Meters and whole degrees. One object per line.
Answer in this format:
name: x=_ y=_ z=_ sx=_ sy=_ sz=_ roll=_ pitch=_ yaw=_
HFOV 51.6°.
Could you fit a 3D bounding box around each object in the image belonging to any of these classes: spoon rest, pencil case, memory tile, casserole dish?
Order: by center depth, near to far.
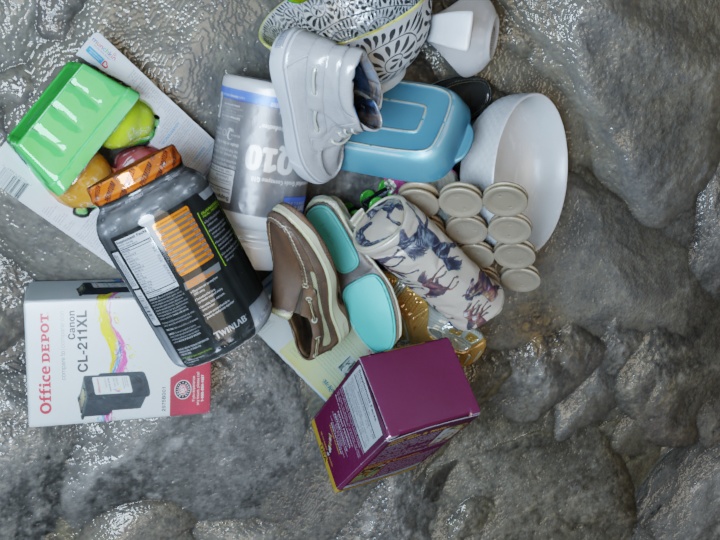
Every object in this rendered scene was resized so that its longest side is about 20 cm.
casserole dish: x=0.031 y=-0.168 z=0.847 sx=0.122 sy=0.198 sz=0.039 roll=-67 pitch=154 yaw=-19
pencil case: x=0.077 y=-0.007 z=0.860 sx=0.199 sy=0.089 sz=0.078 roll=38 pitch=69 yaw=-32
spoon rest: x=0.120 y=-0.276 z=0.863 sx=0.060 sy=0.200 sz=0.101 roll=12 pitch=107 yaw=16
memory tile: x=0.131 y=-0.036 z=0.886 sx=0.151 sy=0.017 sz=0.201 roll=-1 pitch=144 yaw=19

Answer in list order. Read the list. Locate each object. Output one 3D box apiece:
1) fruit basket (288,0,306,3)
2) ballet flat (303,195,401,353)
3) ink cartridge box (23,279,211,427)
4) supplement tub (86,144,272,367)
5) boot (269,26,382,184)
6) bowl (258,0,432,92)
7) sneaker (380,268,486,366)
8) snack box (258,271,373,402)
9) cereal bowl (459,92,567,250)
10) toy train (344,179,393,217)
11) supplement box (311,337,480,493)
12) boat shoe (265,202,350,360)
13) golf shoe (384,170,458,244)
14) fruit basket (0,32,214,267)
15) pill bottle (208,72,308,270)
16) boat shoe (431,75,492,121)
fruit basket: x=0.000 y=-0.363 z=0.785 sx=0.154 sy=0.215 sz=0.218 roll=12 pitch=100 yaw=-22
ballet flat: x=0.000 y=0.000 z=0.876 sx=0.067 sy=0.062 sz=0.202 roll=-22 pitch=98 yaw=21
ink cartridge box: x=-0.275 y=0.090 z=0.851 sx=0.197 sy=0.083 sz=0.148 roll=-2 pitch=105 yaw=-20
supplement tub: x=-0.183 y=-0.016 z=0.753 sx=0.122 sy=0.122 sz=0.202 roll=-29 pitch=107 yaw=-11
boot: x=-0.024 y=-0.147 z=0.745 sx=0.074 sy=0.095 sz=0.201 roll=-60 pitch=158 yaw=-23
bowl: x=-0.003 y=-0.249 z=0.816 sx=0.199 sy=0.201 sz=0.095 roll=-30 pitch=128 yaw=-11
sneaker: x=0.071 y=0.053 z=0.972 sx=0.199 sy=0.088 sz=0.076 roll=34 pitch=108 yaw=-23
snack box: x=-0.052 y=0.073 z=0.933 sx=0.116 sy=0.037 sz=0.200 roll=-42 pitch=127 yaw=-5
cereal bowl: x=0.186 y=-0.123 z=0.948 sx=0.199 sy=0.083 sz=0.203 roll=-10 pitch=103 yaw=-48
toy train: x=-0.022 y=-0.047 z=0.935 sx=0.199 sy=0.042 sz=0.057 roll=-31 pitch=122 yaw=-10
supplement box: x=0.035 y=0.181 z=0.915 sx=0.129 sy=0.200 sz=0.104 roll=-8 pitch=62 yaw=-28
boat shoe: x=-0.067 y=0.023 z=0.814 sx=0.075 sy=0.074 sz=0.204 roll=-41 pitch=133 yaw=-24
golf shoe: x=0.101 y=-0.084 z=0.933 sx=0.092 sy=0.075 sz=0.201 roll=-55 pitch=143 yaw=-19
fruit basket: x=-0.266 y=-0.118 z=0.806 sx=0.186 sy=0.093 sz=0.200 roll=-55 pitch=134 yaw=-9
pill bottle: x=-0.113 y=-0.110 z=0.840 sx=0.112 sy=0.114 sz=0.203 roll=5 pitch=105 yaw=-21
boat shoe: x=0.084 y=-0.187 z=0.922 sx=0.198 sy=0.068 sz=0.073 roll=-23 pitch=109 yaw=-15
